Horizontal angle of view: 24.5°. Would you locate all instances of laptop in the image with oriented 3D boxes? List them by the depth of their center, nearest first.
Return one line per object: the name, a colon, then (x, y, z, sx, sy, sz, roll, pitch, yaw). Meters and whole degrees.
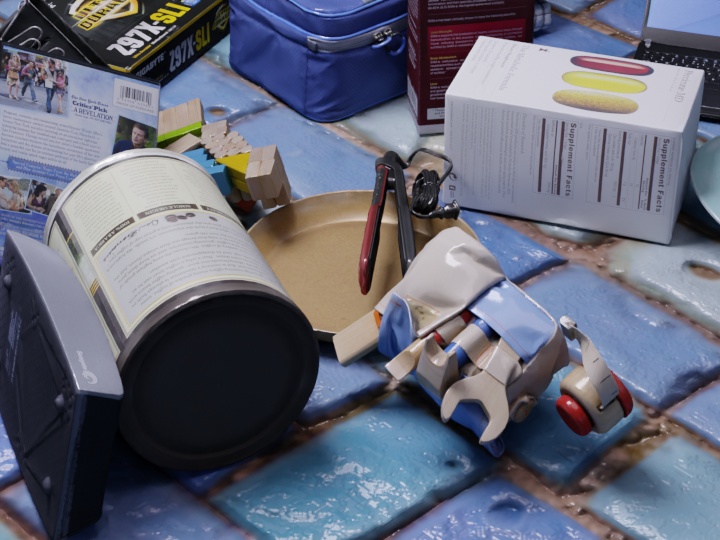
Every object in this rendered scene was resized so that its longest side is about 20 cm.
laptop: (0.351, -0.233, 1.577, 0.176, 0.104, 0.200, 9, 36, 15)

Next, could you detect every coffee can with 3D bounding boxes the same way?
coffee can: (-0.132, 0.023, 1.181, 0.145, 0.147, 0.200, -14, 37, -18)

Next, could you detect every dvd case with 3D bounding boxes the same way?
dvd case: (-0.232, -0.079, 1.315, 0.141, 0.018, 0.202, 12, 62, -23)

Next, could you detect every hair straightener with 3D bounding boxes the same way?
hair straightener: (0.044, -0.044, 1.332, 0.076, 0.041, 0.201, 3, 31, 4)

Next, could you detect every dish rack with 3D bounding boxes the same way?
dish rack: (-0.254, -0.130, 1.408, 0.054, 0.153, 0.201, -35, 31, 19)

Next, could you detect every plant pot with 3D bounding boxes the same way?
plant pot: (0.000, 0.000, 1.318, 0.198, 0.028, 0.201, -1, 35, 1)

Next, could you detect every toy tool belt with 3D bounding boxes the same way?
toy tool belt: (0.079, 0.073, 1.153, 0.123, 0.125, 0.200, -40, 55, -12)

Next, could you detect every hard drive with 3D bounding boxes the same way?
hard drive: (-0.210, 0.074, 1.128, 0.042, 0.136, 0.200, -1, 31, -26)

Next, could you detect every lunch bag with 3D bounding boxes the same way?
lunch bag: (-0.035, -0.242, 1.569, 0.135, 0.133, 0.200, -26, 42, -31)

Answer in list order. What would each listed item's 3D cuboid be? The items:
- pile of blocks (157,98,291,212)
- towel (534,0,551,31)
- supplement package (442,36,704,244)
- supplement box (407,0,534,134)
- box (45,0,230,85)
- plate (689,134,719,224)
pile of blocks: (-0.126, -0.081, 1.409, 0.082, 0.063, 0.200, -32, 34, -19)
towel: (0.078, -0.297, 1.688, 0.165, 0.086, 0.200, -21, 40, -28)
supplement package: (0.180, -0.113, 1.402, 0.198, 0.110, 0.114, 11, 37, 15)
supplement box: (0.098, -0.227, 1.486, 0.108, 0.202, 0.061, -5, 35, -7)
box: (-0.238, -0.239, 1.643, 0.158, 0.050, 0.200, 18, 39, 22)
plate: (0.370, -0.065, 1.369, 0.198, 0.026, 0.201, 9, 39, -8)
